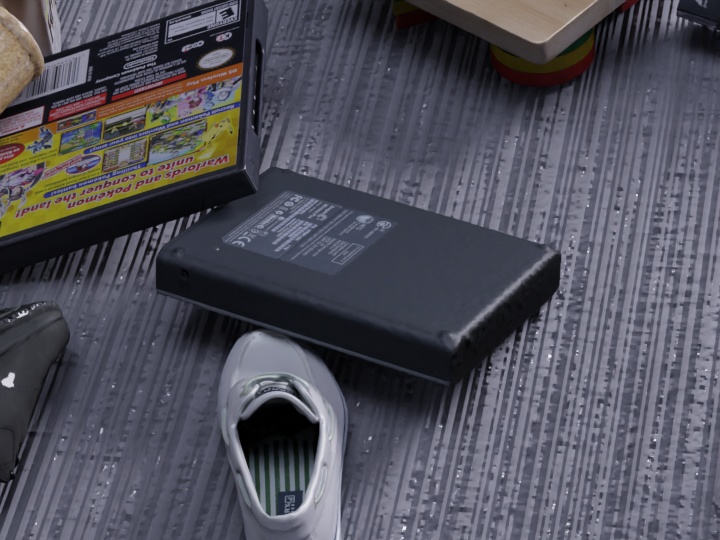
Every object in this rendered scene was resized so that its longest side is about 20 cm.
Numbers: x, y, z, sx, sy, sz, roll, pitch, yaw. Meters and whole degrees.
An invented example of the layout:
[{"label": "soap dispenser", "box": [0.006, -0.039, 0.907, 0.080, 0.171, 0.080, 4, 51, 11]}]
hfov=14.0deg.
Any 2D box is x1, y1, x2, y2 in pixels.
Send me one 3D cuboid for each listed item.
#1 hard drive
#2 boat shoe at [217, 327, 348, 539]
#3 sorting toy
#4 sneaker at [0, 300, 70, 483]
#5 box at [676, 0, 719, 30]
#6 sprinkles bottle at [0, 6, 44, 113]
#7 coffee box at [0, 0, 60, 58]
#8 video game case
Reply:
[{"label": "hard drive", "box": [0.000, 0.000, 1.720, 0.199, 0.033, 0.140, 17, 32, 25]}, {"label": "boat shoe", "box": [-0.040, 0.089, 1.625, 0.073, 0.067, 0.200, -11, 42, -4]}, {"label": "sorting toy", "box": [0.109, -0.208, 1.929, 0.200, 0.070, 0.199, 30, 54, 34]}, {"label": "sneaker", "box": [-0.222, 0.081, 1.662, 0.076, 0.091, 0.200, -18, 12, 31]}, {"label": "box", "box": [0.303, -0.233, 1.842, 0.161, 0.201, 0.049, 23, 13, 29]}, {"label": "sprinkles bottle", "box": [-0.283, -0.082, 1.825, 0.068, 0.068, 0.200, 24, 61, 30]}, {"label": "coffee box", "box": [-0.265, -0.212, 1.891, 0.112, 0.201, 0.080, -7, 42, 0]}, {"label": "video game case", "box": [-0.154, -0.085, 1.826, 0.199, 0.026, 0.181, -17, 40, 15]}]
